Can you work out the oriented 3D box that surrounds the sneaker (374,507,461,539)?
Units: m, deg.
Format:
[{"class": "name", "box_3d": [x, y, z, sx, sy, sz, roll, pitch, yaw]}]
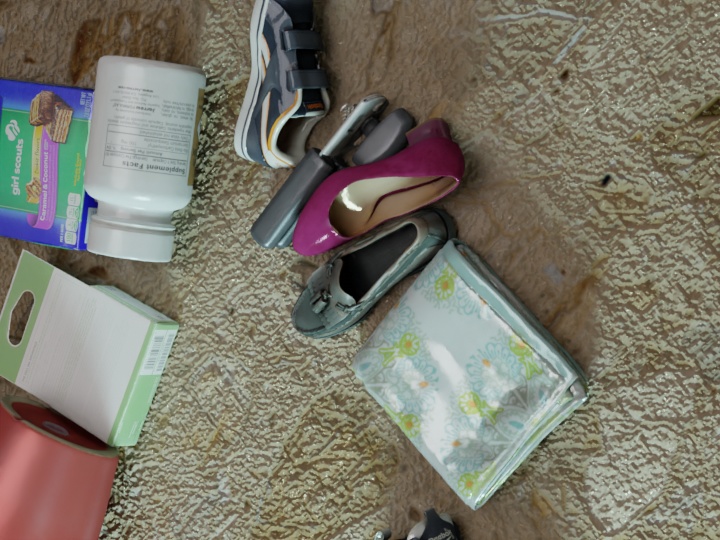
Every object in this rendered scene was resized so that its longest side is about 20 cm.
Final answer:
[{"class": "sneaker", "box_3d": [0.088, 0.290, 1.541, 0.198, 0.079, 0.131, 6, 101, 40]}]

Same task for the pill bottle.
[{"class": "pill bottle", "box_3d": [-0.226, -0.115, 1.714, 0.113, 0.114, 0.202, 10, 94, 30]}]

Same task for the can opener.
[{"class": "can opener", "box_3d": [-0.032, -0.093, 1.635, 0.200, 0.052, 0.067, -47, 69, 22]}]

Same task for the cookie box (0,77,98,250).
[{"class": "cookie box", "box_3d": [-0.351, -0.119, 1.811, 0.198, 0.075, 0.173, 10, 95, 31]}]

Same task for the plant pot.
[{"class": "plant pot", "box_3d": [-0.354, 0.242, 1.750, 0.199, 0.200, 0.179, 28, 93, 28]}]

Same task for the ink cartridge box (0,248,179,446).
[{"class": "ink cartridge box", "box_3d": [-0.304, 0.081, 1.795, 0.199, 0.048, 0.147, 27, 102, 28]}]

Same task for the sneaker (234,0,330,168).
[{"class": "sneaker", "box_3d": [-0.066, -0.198, 1.644, 0.079, 0.078, 0.202, 22, 111, 34]}]

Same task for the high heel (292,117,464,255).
[{"class": "high heel", "box_3d": [0.013, -0.062, 1.576, 0.200, 0.067, 0.097, -41, 29, 20]}]

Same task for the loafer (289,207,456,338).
[{"class": "loafer", "box_3d": [0.000, 0.000, 1.608, 0.199, 0.063, 0.072, -36, 73, 25]}]

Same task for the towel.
[{"class": "towel", "box_3d": [0.099, 0.098, 1.557, 0.172, 0.048, 0.200, -50, 66, 19]}]
